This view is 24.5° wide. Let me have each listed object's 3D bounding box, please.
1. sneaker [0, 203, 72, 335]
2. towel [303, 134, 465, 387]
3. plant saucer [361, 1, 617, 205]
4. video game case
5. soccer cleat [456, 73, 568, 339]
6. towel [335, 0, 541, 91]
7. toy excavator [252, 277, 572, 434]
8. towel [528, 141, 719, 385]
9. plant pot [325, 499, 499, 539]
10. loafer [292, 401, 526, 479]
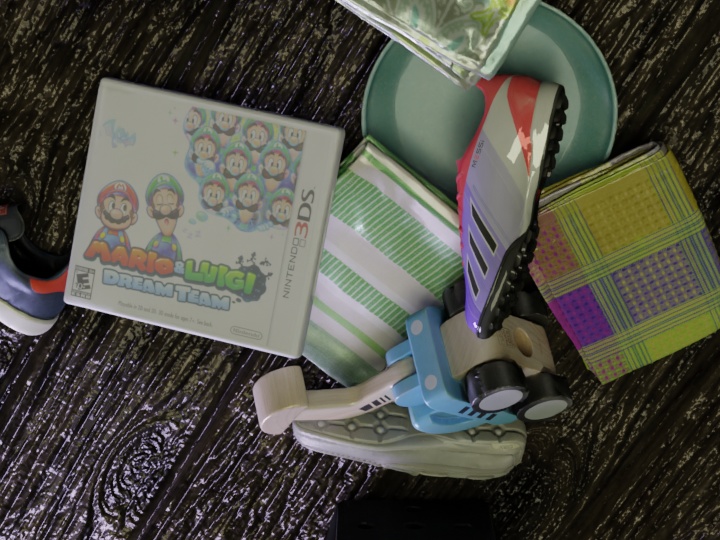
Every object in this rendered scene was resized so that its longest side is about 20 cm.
[{"bbox_3d":[-0.316,-0.031,1.328,0.199,0.075,0.085,29,113,-22],"label":"sneaker"},{"bbox_3d":[0.000,0.000,1.339,0.152,0.023,0.200,36,122,-14],"label":"towel"},{"bbox_3d":[0.100,-0.124,1.299,0.198,0.036,0.201,0,114,0],"label":"plant saucer"},{"bbox_3d":[-0.124,-0.042,1.298,0.199,0.024,0.183,13,99,11],"label":"video game case"},{"bbox_3d":[0.101,-0.050,1.261,0.073,0.068,0.201,15,95,14],"label":"soccer cleat"},{"bbox_3d":[0.069,-0.256,1.211,0.171,0.048,0.201,32,101,-4],"label":"towel"},{"bbox_3d":[0.041,0.091,1.335,0.199,0.100,0.194,-32,149,31],"label":"toy excavator"},{"bbox_3d":[0.214,-0.006,1.334,0.143,0.023,0.200,-26,124,11],"label":"towel"},{"bbox_3d":[0.046,0.299,1.410,0.198,0.200,0.179,1,101,1],"label":"plant pot"},{"bbox_3d":[0.040,0.145,1.397,0.198,0.070,0.070,7,134,-4],"label":"loafer"}]
